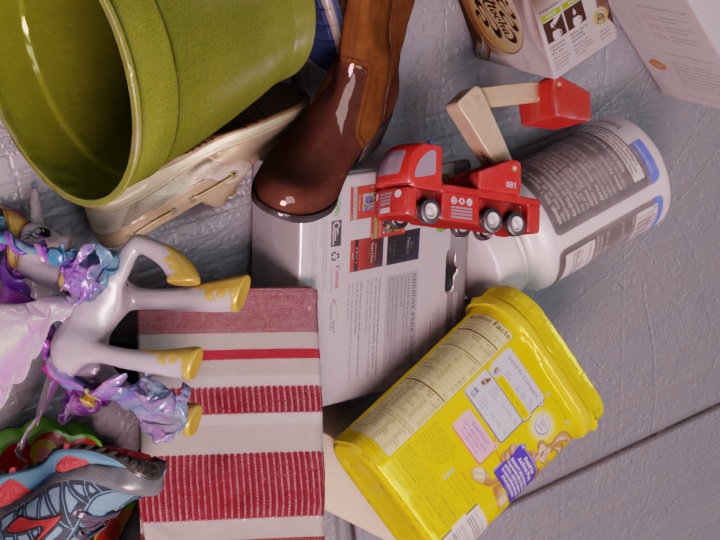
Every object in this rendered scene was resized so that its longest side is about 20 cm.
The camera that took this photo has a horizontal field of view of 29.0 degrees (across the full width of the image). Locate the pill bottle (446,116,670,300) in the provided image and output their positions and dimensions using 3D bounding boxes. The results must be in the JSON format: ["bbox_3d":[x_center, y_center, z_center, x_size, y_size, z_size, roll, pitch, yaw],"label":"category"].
[{"bbox_3d":[0.174,-0.052,1.265,0.199,0.114,0.114,-27,120,-23],"label":"pill bottle"}]

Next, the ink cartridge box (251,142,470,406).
[{"bbox_3d":[0.000,0.000,1.187,0.175,0.084,0.202,-10,112,-33],"label":"ink cartridge box"}]

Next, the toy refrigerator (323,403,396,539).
[{"bbox_3d":[0.006,0.183,1.223,0.199,0.076,0.070,30,106,-21],"label":"toy refrigerator"}]

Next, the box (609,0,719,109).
[{"bbox_3d":[0.306,-0.252,1.274,0.098,0.124,0.200,-49,126,-9],"label":"box"}]

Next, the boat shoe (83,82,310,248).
[{"bbox_3d":[-0.125,-0.084,1.087,0.199,0.072,0.065,-30,130,-19],"label":"boat shoe"}]

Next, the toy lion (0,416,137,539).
[{"bbox_3d":[-0.244,0.224,1.126,0.191,0.069,0.201,17,95,-29],"label":"toy lion"}]

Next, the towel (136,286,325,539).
[{"bbox_3d":[-0.100,0.112,1.070,0.143,0.023,0.202,0,79,-10],"label":"towel"}]

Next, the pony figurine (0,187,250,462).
[{"bbox_3d":[-0.203,0.050,1.005,0.167,0.199,0.194,58,50,-73],"label":"pony figurine"}]

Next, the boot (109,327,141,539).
[{"bbox_3d":[-0.162,0.165,1.093,0.164,0.066,0.201,26,73,-9],"label":"boot"}]

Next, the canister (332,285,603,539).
[{"bbox_3d":[0.090,0.132,1.167,0.200,0.086,0.149,-41,104,-22],"label":"canister"}]

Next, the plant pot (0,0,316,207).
[{"bbox_3d":[-0.140,-0.172,0.981,0.192,0.200,0.202,-27,120,-36],"label":"plant pot"}]

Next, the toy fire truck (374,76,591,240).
[{"bbox_3d":[0.102,-0.098,1.149,0.199,0.049,0.142,7,82,-34],"label":"toy fire truck"}]

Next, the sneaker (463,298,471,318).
[{"bbox_3d":[0.111,0.120,1.312,0.114,0.075,0.201,1,111,-34],"label":"sneaker"}]

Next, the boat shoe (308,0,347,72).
[{"bbox_3d":[-0.033,-0.250,1.084,0.072,0.072,0.201,-40,130,-28],"label":"boat shoe"}]

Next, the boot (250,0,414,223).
[{"bbox_3d":[-0.006,-0.149,1.026,0.188,0.068,0.201,-39,155,-46],"label":"boot"}]

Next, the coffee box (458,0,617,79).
[{"bbox_3d":[0.128,-0.273,1.156,0.080,0.113,0.201,-35,123,-19],"label":"coffee box"}]

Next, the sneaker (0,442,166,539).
[{"bbox_3d":[-0.208,0.185,1.000,0.079,0.199,0.096,19,59,-42],"label":"sneaker"}]
